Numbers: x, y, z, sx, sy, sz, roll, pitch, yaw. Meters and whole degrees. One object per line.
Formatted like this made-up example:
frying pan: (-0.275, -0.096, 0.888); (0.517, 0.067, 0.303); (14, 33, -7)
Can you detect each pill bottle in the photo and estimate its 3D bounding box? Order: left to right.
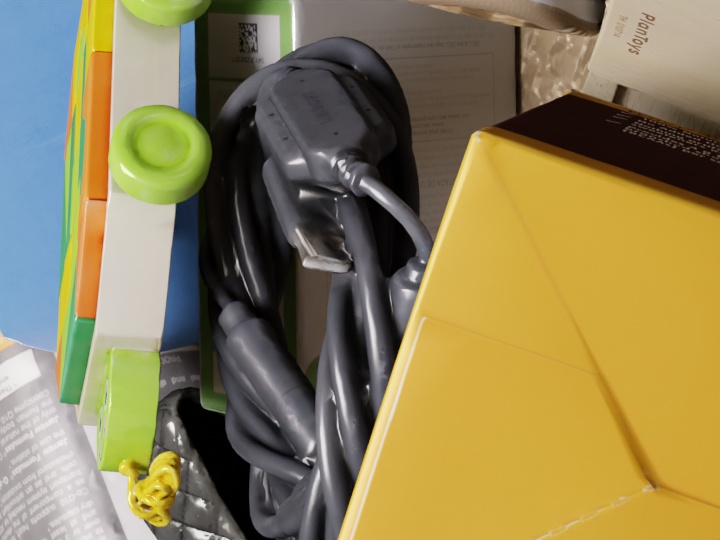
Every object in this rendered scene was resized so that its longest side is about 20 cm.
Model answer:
pill bottle: (-0.080, 0.101, 1.140); (0.116, 0.116, 0.200); (-42, 64, 43)

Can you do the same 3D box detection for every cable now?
cable: (-0.011, 0.015, 0.911); (0.200, 0.051, 0.163); (-127, 35, -67)

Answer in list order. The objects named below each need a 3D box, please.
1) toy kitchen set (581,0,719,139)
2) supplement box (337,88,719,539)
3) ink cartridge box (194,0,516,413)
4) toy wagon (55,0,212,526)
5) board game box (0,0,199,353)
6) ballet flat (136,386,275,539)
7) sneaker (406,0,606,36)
toy kitchen set: (0.179, -0.119, 0.866); (0.163, 0.180, 0.200); (23, 156, 4)
supplement box: (0.114, 0.049, 0.781); (0.197, 0.200, 0.133); (19, 99, 8)
ink cartridge box: (0.000, 0.000, 1.047); (0.059, 0.104, 0.200); (6, 100, 49)
toy wagon: (-0.078, -0.011, 1.000); (0.155, 0.040, 0.200); (108, 164, -58)
board game box: (-0.086, -0.054, 1.137); (0.200, 0.158, 0.039); (62, 172, 22)
ballet flat: (-0.002, 0.115, 1.049); (0.200, 0.066, 0.057); (35, 153, 9)
sneaker: (0.054, -0.136, 0.926); (0.070, 0.200, 0.109); (14, 102, 4)
